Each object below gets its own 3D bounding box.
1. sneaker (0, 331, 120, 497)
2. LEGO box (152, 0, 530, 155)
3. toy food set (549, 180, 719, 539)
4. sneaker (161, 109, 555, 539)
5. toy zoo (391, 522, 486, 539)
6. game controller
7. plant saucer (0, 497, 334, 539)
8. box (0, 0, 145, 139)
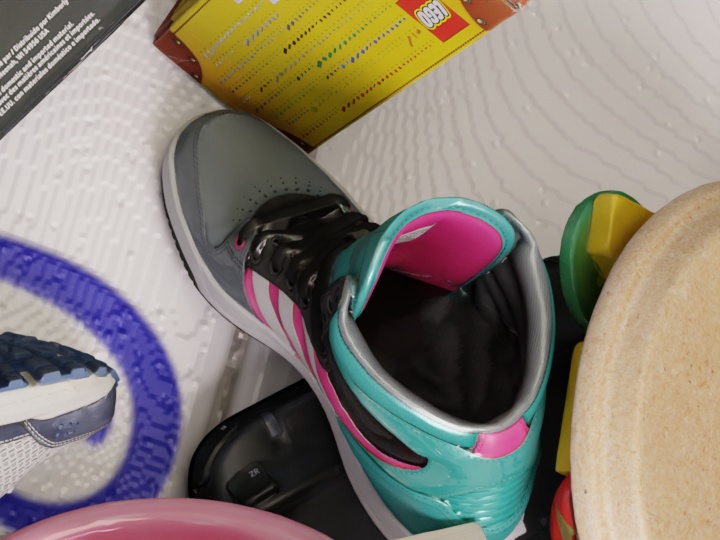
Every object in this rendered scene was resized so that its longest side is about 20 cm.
[{"bbox_3d":[-0.167,0.077,0.783,0.199,0.077,0.086,-18,116,-38],"label":"sneaker"},{"bbox_3d":[0.022,-0.140,0.833,0.077,0.200,0.149,38,68,-11],"label":"LEGO box"},{"bbox_3d":[0.135,0.064,0.827,0.199,0.048,0.200,23,71,-41],"label":"toy food set"},{"bbox_3d":[0.000,0.000,0.812,0.083,0.121,0.200,-28,69,-26],"label":"sneaker"},{"bbox_3d":[0.007,0.166,0.710,0.130,0.021,0.201,-11,43,-13],"label":"toy zoo"},{"bbox_3d":[0.032,0.073,0.889,0.199,0.042,0.105,-26,104,-25],"label":"game controller"},{"bbox_3d":[-0.067,0.164,0.766,0.199,0.051,0.201,1,43,-1],"label":"plant saucer"},{"bbox_3d":[-0.176,-0.128,0.772,0.200,0.148,0.124,47,67,-9],"label":"box"}]
